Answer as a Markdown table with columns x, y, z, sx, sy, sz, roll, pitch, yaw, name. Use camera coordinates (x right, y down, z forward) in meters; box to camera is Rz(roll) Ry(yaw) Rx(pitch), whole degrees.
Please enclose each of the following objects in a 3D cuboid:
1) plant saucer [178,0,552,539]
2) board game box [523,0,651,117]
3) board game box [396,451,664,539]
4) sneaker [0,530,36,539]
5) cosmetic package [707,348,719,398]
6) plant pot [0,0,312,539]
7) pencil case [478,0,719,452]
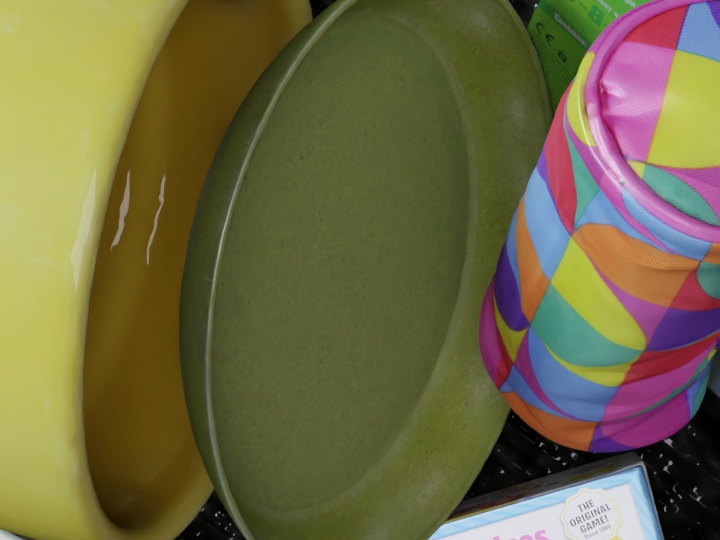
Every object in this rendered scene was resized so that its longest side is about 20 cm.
| x | y | z | sx | sy | sz | roll | pitch | yaw | name |
| --- | --- | --- | --- | --- | --- | --- | --- | --- | --- |
| 0.000 | 0.000 | 0.900 | 0.031 | 0.200 | 0.201 | 13 | 94 | 31 | plant saucer |
| 0.103 | -0.078 | 0.871 | 0.030 | 0.200 | 0.096 | -36 | 78 | -18 | board game box |
| 0.019 | 0.155 | 0.970 | 0.199 | 0.034 | 0.135 | -16 | 93 | 1 | board game box |
| -0.190 | 0.081 | 0.949 | 0.199 | 0.075 | 0.085 | 31 | 105 | 4 | sneaker |
| 0.214 | 0.056 | 0.907 | 0.199 | 0.151 | 0.052 | 21 | 92 | -2 | cosmetic package |
| -0.133 | -0.026 | 0.891 | 0.188 | 0.201 | 0.202 | 11 | 93 | 15 | plant pot |
| 0.091 | -0.011 | 0.854 | 0.088 | 0.200 | 0.089 | 3 | 69 | -8 | pencil case |
